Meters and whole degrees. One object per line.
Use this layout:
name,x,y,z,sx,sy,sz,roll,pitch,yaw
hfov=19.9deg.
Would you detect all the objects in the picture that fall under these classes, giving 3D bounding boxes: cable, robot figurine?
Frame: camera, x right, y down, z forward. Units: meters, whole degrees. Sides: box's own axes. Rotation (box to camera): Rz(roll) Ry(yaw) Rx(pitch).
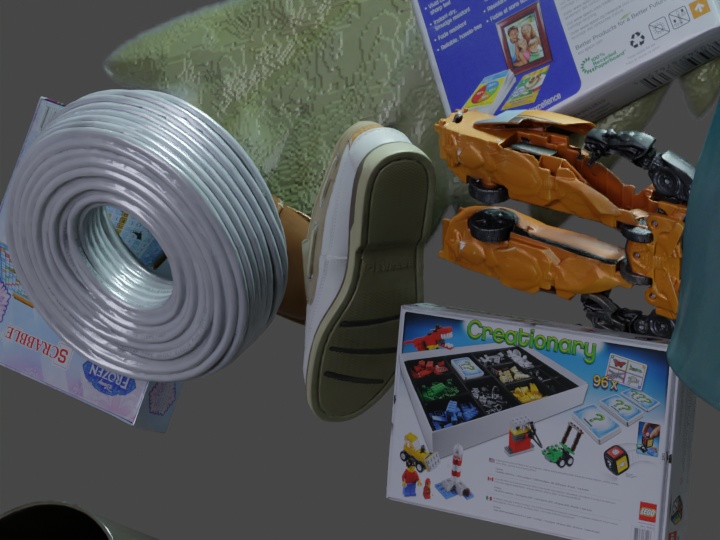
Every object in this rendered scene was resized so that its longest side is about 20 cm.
cable,-0.144,-0.021,1.350,0.199,0.069,0.201,10,125,29
robot figurine,0.137,-0.033,1.251,0.199,0.058,0.146,18,126,32

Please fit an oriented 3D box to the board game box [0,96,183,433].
board game box,-0.190,-0.007,1.499,0.199,0.041,0.200,20,89,35

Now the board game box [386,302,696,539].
board game box,0.109,0.095,1.258,0.199,0.035,0.127,9,96,35

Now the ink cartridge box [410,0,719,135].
ink cartridge box,0.128,-0.191,1.334,0.197,0.047,0.201,-28,62,27

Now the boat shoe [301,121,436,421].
boat shoe,0.000,0.000,1.334,0.068,0.074,0.201,49,130,52

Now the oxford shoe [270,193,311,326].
oxford shoe,-0.083,-0.030,1.388,0.200,0.071,0.071,38,91,10

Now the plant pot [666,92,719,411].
plant pot,0.260,-0.009,1.114,0.200,0.200,0.189,35,113,35

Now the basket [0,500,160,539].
basket,-0.156,0.234,1.314,0.180,0.200,0.136,-40,60,20
